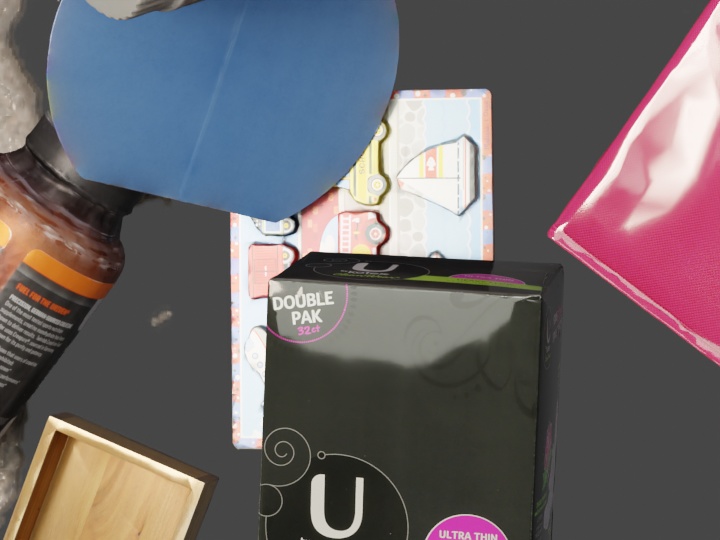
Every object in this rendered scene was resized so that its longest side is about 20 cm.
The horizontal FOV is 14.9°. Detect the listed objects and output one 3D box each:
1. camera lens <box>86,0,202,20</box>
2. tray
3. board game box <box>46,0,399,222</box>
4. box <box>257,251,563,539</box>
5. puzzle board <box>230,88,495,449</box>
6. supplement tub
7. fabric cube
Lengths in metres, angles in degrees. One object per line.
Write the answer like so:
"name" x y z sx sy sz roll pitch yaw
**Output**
"camera lens" -0.060 -0.227 1.350 0.200 0.160 0.160 -28 84 -22
"tray" -0.162 0.192 1.560 0.098 0.037 0.201 22 96 11
"board game box" -0.079 -0.116 1.486 0.199 0.039 0.159 12 105 -26
"box" 0.028 0.097 1.456 0.148 0.124 0.201 4 97 9
"puzzle board" 0.000 0.000 1.530 0.150 0.017 0.201 0 91 13
"supplement tub" -0.203 0.010 1.531 0.107 0.107 0.200 39 99 10
"fabric cube" 0.245 -0.052 1.369 0.196 0.200 0.200 36 108 9
